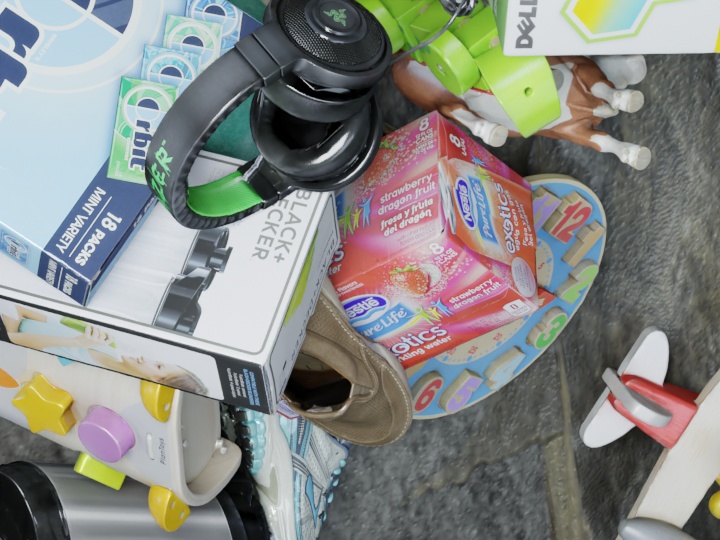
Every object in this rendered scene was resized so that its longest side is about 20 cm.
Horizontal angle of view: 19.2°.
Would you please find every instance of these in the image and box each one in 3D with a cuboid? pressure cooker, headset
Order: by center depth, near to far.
[{"bbox_3d":[-0.028,-0.101,1.066,0.199,0.094,0.124,-32,158,-19],"label":"headset"},{"bbox_3d":[-0.146,0.205,1.324,0.199,0.179,0.176,8,139,-34],"label":"pressure cooker"}]

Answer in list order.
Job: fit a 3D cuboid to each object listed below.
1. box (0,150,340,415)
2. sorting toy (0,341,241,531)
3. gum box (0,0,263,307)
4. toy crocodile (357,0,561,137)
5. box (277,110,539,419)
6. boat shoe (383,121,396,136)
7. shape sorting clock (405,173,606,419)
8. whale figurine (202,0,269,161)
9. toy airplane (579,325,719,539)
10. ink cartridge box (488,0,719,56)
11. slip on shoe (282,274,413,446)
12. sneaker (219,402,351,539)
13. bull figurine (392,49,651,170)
[{"bbox_3d":[-0.121,-0.010,1.124,0.060,0.199,0.117,86,23,-60],"label":"box"},{"bbox_3d":[-0.169,0.054,1.229,0.201,0.179,0.107,90,20,-45],"label":"sorting toy"},{"bbox_3d":[-0.176,-0.107,1.087,0.199,0.045,0.170,32,68,1],"label":"gum box"},{"bbox_3d":[0.052,-0.136,1.220,0.067,0.200,0.062,-38,126,-12],"label":"toy crocodile"},{"bbox_3d":[0.000,0.000,1.279,0.199,0.096,0.100,-26,138,31],"label":"box"},{"bbox_3d":[-0.007,-0.065,1.315,0.073,0.063,0.200,-51,131,4],"label":"boat shoe"},{"bbox_3d":[0.087,0.021,1.416,0.199,0.039,0.201,-29,141,-27],"label":"shape sorting clock"},{"bbox_3d":[-0.099,-0.069,1.200,0.158,0.104,0.201,6,114,13],"label":"whale figurine"},{"bbox_3d":[0.261,0.127,1.539,0.198,0.141,0.201,-21,126,-18],"label":"toy airplane"},{"bbox_3d":[0.121,-0.171,1.114,0.199,0.059,0.104,0,131,-5],"label":"ink cartridge box"},{"bbox_3d":[-0.021,0.061,1.225,0.076,0.061,0.200,-9,146,13],"label":"slip on shoe"},{"bbox_3d":[-0.040,0.138,1.409,0.086,0.078,0.201,-23,127,-22],"label":"sneaker"},{"bbox_3d":[0.112,-0.111,1.316,0.199,0.121,0.066,1,110,-34],"label":"bull figurine"}]
